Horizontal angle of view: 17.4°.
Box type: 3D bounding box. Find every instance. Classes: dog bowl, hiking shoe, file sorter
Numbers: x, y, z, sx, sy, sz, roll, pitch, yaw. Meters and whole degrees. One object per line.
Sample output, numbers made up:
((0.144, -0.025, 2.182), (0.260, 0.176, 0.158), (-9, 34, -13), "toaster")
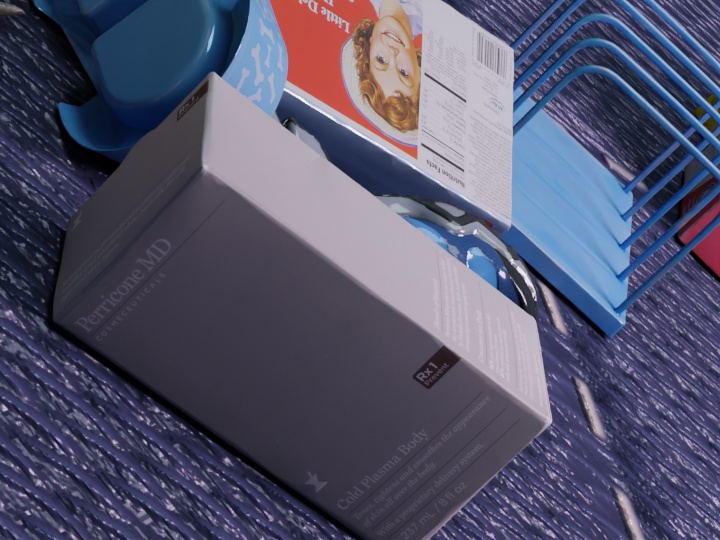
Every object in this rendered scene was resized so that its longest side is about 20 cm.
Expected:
((-0.094, -0.122, 1.130), (0.050, 0.111, 0.201), (42, 20, -43), "dog bowl")
((0.000, 0.000, 1.150), (0.199, 0.075, 0.087), (27, 36, -18), "hiking shoe")
((0.150, -0.084, 1.457), (0.139, 0.123, 0.200), (41, 24, -11), "file sorter")

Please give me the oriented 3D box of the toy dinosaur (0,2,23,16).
((-0.191, -0.137, 0.979), (0.077, 0.103, 0.199), (29, 10, 38), "toy dinosaur")

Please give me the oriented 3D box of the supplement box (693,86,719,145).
((0.377, -0.081, 1.852), (0.199, 0.110, 0.109), (31, 27, -30), "supplement box")

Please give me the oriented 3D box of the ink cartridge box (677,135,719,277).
((0.324, -0.087, 1.655), (0.083, 0.200, 0.145), (42, 24, -7), "ink cartridge box")

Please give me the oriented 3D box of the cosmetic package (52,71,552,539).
((-0.024, 0.021, 1.015), (0.199, 0.107, 0.090), (34, 27, -23), "cosmetic package")

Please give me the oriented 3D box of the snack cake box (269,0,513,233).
((-0.005, -0.099, 1.231), (0.199, 0.067, 0.116), (29, 54, -40), "snack cake box")
